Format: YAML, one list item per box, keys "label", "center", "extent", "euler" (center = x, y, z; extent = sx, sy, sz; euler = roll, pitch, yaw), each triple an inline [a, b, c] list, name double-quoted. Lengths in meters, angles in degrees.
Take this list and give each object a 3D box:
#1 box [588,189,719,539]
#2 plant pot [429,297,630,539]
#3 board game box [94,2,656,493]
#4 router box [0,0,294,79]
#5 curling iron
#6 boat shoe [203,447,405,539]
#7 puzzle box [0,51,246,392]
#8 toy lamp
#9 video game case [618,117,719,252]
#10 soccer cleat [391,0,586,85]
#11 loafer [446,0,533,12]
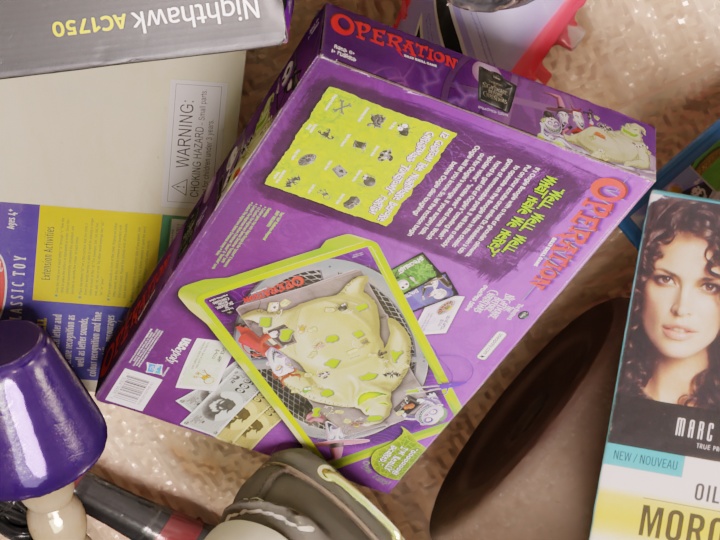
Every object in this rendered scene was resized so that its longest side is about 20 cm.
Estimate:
- label: "box"
  center: [0.117, 0.081, 0.845]
  extent: [0.082, 0.049, 0.202]
  euler: [9, 83, 11]
- label: "plant pot"
  center: [0.122, 0.108, 0.949]
  extent: [0.174, 0.200, 0.200]
  euler: [39, 115, -7]
- label: "board game box"
  center: [0.000, 0.000, 0.882]
  extent: [0.119, 0.032, 0.200]
  euler: [22, 138, -14]
- label: "router box"
  center: [-0.127, -0.134, 0.801]
  extent: [0.198, 0.051, 0.150]
  euler: [-7, 111, 6]
- label: "curling iron"
  center: [-0.075, 0.107, 1.017]
  extent: [0.199, 0.026, 0.050]
  euler: [23, 141, -24]
- label: "boat shoe"
  center: [0.023, 0.150, 0.946]
  extent: [0.072, 0.060, 0.202]
  euler: [-25, 113, 44]
- label: "puzzle box"
  center: [-0.109, -0.045, 0.908]
  extent: [0.132, 0.026, 0.201]
  euler: [4, 124, -8]
- label: "toy lamp"
  center: [-0.106, 0.110, 0.958]
  extent: [0.058, 0.058, 0.201]
  euler: [-10, 119, 3]
- label: "video game case"
  center: [0.200, 0.011, 0.874]
  extent: [0.143, 0.200, 0.018]
  euler: [-40, 163, 6]
- label: "soccer cleat"
  center: [0.043, -0.097, 0.869]
  extent: [0.076, 0.067, 0.200]
  euler: [36, 120, 1]
- label: "loafer"
  center: [0.023, -0.170, 0.780]
  extent: [0.071, 0.063, 0.202]
  euler: [0, 109, 18]
